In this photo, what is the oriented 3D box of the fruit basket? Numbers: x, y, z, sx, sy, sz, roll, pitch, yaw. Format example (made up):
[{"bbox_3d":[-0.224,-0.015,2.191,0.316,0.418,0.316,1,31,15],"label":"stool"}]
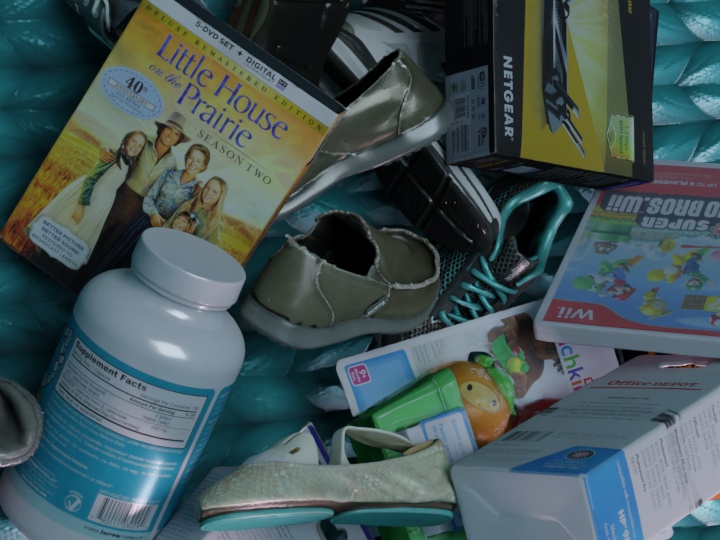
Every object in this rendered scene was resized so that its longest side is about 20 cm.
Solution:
[{"bbox_3d":[0.101,0.121,1.558,0.199,0.094,0.186,-16,85,-14],"label":"fruit basket"}]

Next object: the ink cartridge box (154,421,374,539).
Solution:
[{"bbox_3d":[-0.071,0.224,1.487,0.200,0.041,0.200,-48,134,-26],"label":"ink cartridge box"}]

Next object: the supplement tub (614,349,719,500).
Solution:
[{"bbox_3d":[0.247,0.063,1.678,0.122,0.122,0.201,-5,76,-29],"label":"supplement tub"}]

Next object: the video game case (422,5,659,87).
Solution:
[{"bbox_3d":[0.137,-0.189,1.701,0.200,0.019,0.143,31,46,-22],"label":"video game case"}]

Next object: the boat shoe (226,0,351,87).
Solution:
[{"bbox_3d":[-0.070,-0.131,1.574,0.076,0.074,0.200,25,92,-33],"label":"boat shoe"}]

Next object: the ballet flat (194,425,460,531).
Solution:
[{"bbox_3d":[-0.024,0.128,1.430,0.200,0.067,0.063,5,71,-39],"label":"ballet flat"}]

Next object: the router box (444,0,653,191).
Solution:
[{"bbox_3d":[0.131,-0.163,1.595,0.157,0.052,0.201,6,79,-40],"label":"router box"}]

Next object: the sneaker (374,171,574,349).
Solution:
[{"bbox_3d":[0.082,0.004,1.624,0.078,0.091,0.200,37,70,-18],"label":"sneaker"}]

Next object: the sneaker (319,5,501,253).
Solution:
[{"bbox_3d":[0.054,-0.112,1.618,0.115,0.076,0.201,-33,77,-32],"label":"sneaker"}]

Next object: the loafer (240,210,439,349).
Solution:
[{"bbox_3d":[0.000,0.000,1.515,0.075,0.070,0.200,31,23,20],"label":"loafer"}]

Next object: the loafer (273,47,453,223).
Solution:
[{"bbox_3d":[-0.039,-0.086,1.517,0.200,0.075,0.070,-27,109,-8],"label":"loafer"}]

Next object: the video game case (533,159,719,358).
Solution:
[{"bbox_3d":[0.215,-0.013,1.592,0.200,0.143,0.017,-60,148,-46],"label":"video game case"}]

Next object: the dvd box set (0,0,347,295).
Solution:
[{"bbox_3d":[-0.121,-0.061,1.467,0.146,0.029,0.200,36,107,2],"label":"dvd box set"}]

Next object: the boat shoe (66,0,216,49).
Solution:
[{"bbox_3d":[-0.145,-0.176,1.509,0.073,0.062,0.200,-45,81,6],"label":"boat shoe"}]

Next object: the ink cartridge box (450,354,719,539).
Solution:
[{"bbox_3d":[0.168,0.119,1.480,0.200,0.116,0.067,-26,106,-41],"label":"ink cartridge box"}]

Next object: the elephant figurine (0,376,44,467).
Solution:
[{"bbox_3d":[-0.263,0.096,1.407,0.200,0.141,0.156,-42,130,-42],"label":"elephant figurine"}]

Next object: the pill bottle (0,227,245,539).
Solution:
[{"bbox_3d":[-0.141,0.076,1.431,0.111,0.111,0.200,17,109,-26],"label":"pill bottle"}]

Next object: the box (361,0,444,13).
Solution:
[{"bbox_3d":[0.072,-0.234,1.638,0.200,0.035,0.110,2,61,-39],"label":"box"}]
